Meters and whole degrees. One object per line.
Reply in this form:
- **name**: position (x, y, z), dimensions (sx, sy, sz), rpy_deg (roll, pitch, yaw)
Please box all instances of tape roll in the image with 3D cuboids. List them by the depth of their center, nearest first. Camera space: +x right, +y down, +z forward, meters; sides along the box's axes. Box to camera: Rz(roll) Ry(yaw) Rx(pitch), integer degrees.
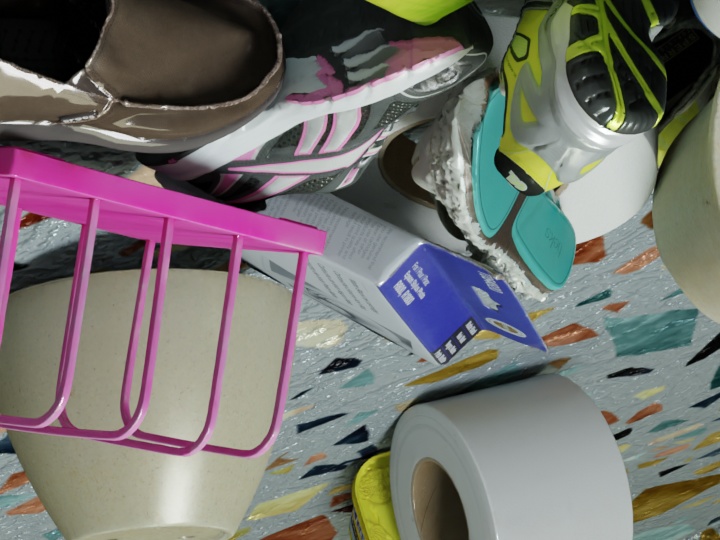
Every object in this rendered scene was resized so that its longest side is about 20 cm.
- **tape roll**: position (0.062, -0.070, 1.141), dimensions (0.201, 0.037, 0.203), rpy_deg (5, 154, 2)
- **tape roll**: position (0.129, 0.203, 1.849), dimensions (0.138, 0.204, 0.203), rpy_deg (-11, 160, -25)

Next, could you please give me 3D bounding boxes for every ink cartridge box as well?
- **ink cartridge box**: position (0.000, 0.000, 1.188), dimensions (0.041, 0.199, 0.200), rpy_deg (-62, 161, -7)

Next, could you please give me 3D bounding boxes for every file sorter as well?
- **file sorter**: position (-0.142, 0.020, 1.037), dimensions (0.138, 0.127, 0.199), rpy_deg (4, 173, 45)

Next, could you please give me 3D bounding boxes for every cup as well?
- **cup**: position (-0.131, 0.095, 1.292), dimensions (0.198, 0.145, 0.200), rpy_deg (-5, 163, -2)

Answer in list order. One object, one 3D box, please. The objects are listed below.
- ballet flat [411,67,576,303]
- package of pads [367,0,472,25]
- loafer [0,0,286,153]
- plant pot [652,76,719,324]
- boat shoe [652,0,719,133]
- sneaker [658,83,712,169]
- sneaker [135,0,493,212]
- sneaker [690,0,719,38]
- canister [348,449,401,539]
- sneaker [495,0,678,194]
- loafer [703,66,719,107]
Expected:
- **ballet flat**: position (0.060, -0.041, 1.088), dimensions (0.071, 0.072, 0.200), rpy_deg (-22, 149, 6)
- **package of pads**: position (0.059, -0.186, 0.884), dimensions (0.199, 0.069, 0.154), rpy_deg (-29, 160, 25)
- **loafer**: position (-0.114, -0.097, 0.944), dimensions (0.199, 0.074, 0.071), rpy_deg (-9, 159, -32)
- **plant pot**: position (0.239, -0.042, 1.072), dimensions (0.199, 0.202, 0.183), rpy_deg (-16, 177, -14)
- **boat shoe**: position (0.135, -0.092, 1.207), dimensions (0.200, 0.071, 0.064), rpy_deg (-43, -172, 36)
- **sneaker**: position (0.142, -0.071, 1.290), dimensions (0.076, 0.076, 0.200), rpy_deg (-4, 154, -41)
- **sneaker**: position (-0.012, -0.085, 1.044), dimensions (0.199, 0.081, 0.086), rpy_deg (-16, 142, 36)
- **sneaker**: position (0.171, -0.156, 0.950), dimensions (0.076, 0.201, 0.111), rpy_deg (34, 144, -14)
- **canister**: position (0.042, 0.267, 2.028), dimensions (0.086, 0.150, 0.200), rpy_deg (-17, 163, -8)
- **sneaker**: position (0.098, -0.111, 0.983), dimensions (0.076, 0.075, 0.201), rpy_deg (-41, -165, 32)
- **loafer**: position (0.232, -0.090, 1.210), dimensions (0.075, 0.068, 0.201), rpy_deg (21, 103, -23)
